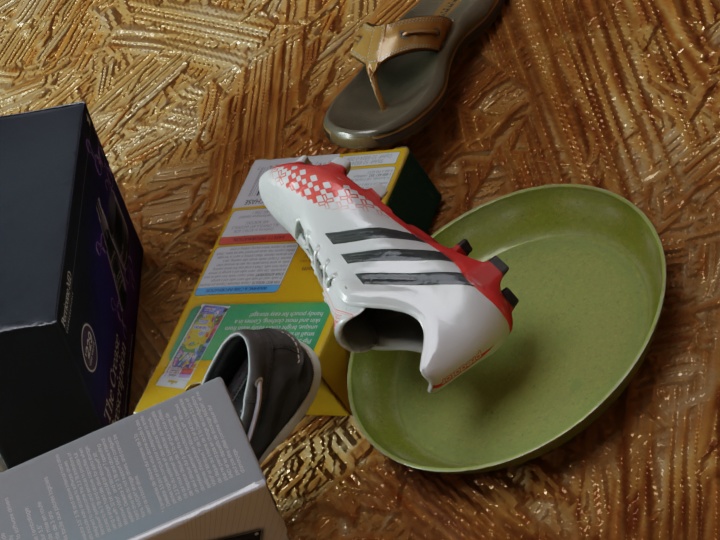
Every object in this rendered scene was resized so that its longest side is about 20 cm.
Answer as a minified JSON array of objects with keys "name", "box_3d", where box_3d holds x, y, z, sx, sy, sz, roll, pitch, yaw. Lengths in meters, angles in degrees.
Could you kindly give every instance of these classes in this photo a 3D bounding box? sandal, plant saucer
[{"name":"sandal","box_3d":[0.031,-0.149,1.358,0.080,0.054,0.200,2,42,37]},{"name":"plant saucer","box_3d":[0.086,0.037,1.167,0.199,0.031,0.201,-23,40,20]}]

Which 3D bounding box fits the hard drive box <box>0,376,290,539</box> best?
[{"name":"hard drive box","box_3d":[-0.132,0.163,1.063,0.199,0.156,0.077,-24,50,-4]}]

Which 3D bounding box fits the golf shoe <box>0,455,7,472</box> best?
[{"name":"golf shoe","box_3d":[-0.251,0.056,1.341,0.072,0.092,0.202,-16,86,39]}]

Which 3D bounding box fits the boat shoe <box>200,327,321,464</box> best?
[{"name":"boat shoe","box_3d":[-0.095,0.118,1.162,0.067,0.057,0.201,35,98,39]}]

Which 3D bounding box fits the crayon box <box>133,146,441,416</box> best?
[{"name":"crayon box","box_3d":[-0.043,0.020,1.271,0.125,0.052,0.201,-2,50,36]}]

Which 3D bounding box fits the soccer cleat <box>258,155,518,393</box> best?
[{"name":"soccer cleat","box_3d":[0.000,0.000,1.175,0.199,0.069,0.085,31,68,35]}]

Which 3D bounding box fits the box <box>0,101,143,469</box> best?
[{"name":"box","box_3d":[-0.197,0.013,1.321,0.078,0.142,0.201,-11,44,10]}]
